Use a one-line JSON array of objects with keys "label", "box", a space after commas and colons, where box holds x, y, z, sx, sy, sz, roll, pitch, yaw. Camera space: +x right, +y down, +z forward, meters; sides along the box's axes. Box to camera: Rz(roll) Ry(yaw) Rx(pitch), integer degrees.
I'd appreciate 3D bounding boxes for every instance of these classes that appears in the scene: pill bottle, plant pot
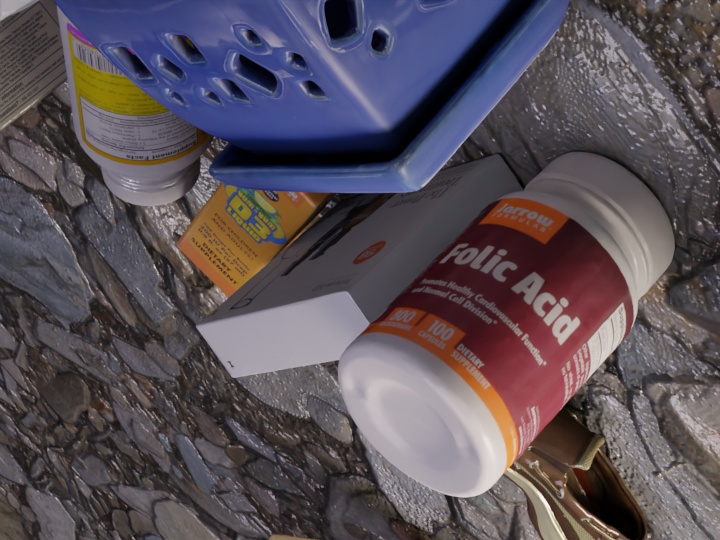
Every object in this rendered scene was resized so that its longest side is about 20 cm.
[{"label": "pill bottle", "box": [0.090, 0.026, 1.112, 0.114, 0.200, 0.114, 32, 148, 23]}, {"label": "plant pot", "box": [-0.016, -0.152, 1.038, 0.200, 0.200, 0.180, 3, 136, 50]}, {"label": "pill bottle", "box": [-0.151, -0.135, 1.323, 0.104, 0.104, 0.200, 34, 149, 21]}]

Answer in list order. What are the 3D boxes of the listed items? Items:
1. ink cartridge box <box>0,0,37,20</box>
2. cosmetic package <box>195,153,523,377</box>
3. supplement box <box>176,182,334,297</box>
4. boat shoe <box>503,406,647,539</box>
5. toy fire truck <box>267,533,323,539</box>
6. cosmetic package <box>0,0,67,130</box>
[{"label": "ink cartridge box", "box": [-0.230, -0.254, 1.265, 0.200, 0.057, 0.163, 119, 142, -75]}, {"label": "cosmetic package", "box": [0.000, 0.000, 1.247, 0.052, 0.151, 0.200, 54, 150, -14]}, {"label": "supplement box", "box": [-0.065, -0.050, 1.356, 0.067, 0.069, 0.200, 45, 149, 0]}, {"label": "boat shoe", "box": [0.135, 0.119, 1.316, 0.075, 0.075, 0.202, -12, 124, 41]}, {"label": "toy fire truck", "box": [0.018, 0.289, 1.635, 0.200, 0.129, 0.176, 53, 153, 12]}, {"label": "cosmetic package", "box": [-0.294, -0.207, 1.405, 0.200, 0.105, 0.071, 54, 176, -10]}]
